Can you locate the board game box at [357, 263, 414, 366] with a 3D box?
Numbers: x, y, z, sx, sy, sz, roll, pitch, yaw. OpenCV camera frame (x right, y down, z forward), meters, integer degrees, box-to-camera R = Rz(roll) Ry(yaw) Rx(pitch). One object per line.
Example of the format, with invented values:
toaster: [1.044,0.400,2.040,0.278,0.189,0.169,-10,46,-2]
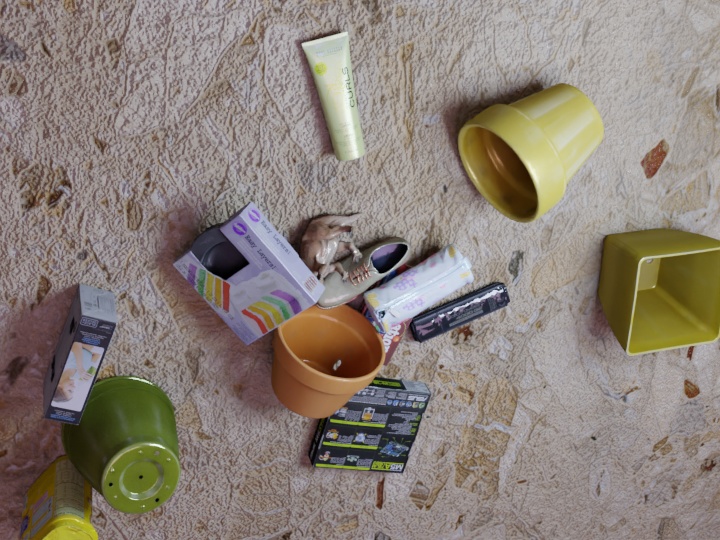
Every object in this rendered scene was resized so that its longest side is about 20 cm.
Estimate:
board game box: [0.048,0.078,1.660,0.103,0.019,0.201,19,108,-25]

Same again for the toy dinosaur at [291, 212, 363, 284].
toy dinosaur: [-0.080,-0.038,1.535,0.201,0.135,0.086,-60,151,-10]

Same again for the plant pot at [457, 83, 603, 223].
plant pot: [0.297,-0.213,1.508,0.189,0.201,0.201,-37,121,-16]

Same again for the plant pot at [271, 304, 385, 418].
plant pot: [-0.073,0.165,1.576,0.199,0.200,0.140,11,127,-21]

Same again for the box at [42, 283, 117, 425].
box: [-0.466,0.138,1.477,0.060,0.117,0.201,17,107,-26]

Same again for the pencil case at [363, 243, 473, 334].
pencil case: [0.102,0.032,1.591,0.199,0.091,0.083,-30,80,-7]

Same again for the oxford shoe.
oxford shoe: [0.000,0.000,1.565,0.200,0.074,0.071,-36,90,-3]

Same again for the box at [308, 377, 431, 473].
box: [0.018,0.301,1.742,0.199,0.048,0.194,8,114,-21]

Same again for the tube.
tube: [-0.037,-0.278,1.448,0.058,0.052,0.201,-38,124,-45]

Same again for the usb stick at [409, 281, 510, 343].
usb stick: [0.188,0.079,1.695,0.199,0.033,0.056,-23,112,-5]

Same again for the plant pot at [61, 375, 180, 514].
plant pot: [-0.391,0.309,1.515,0.199,0.193,0.201,-8,111,-23]

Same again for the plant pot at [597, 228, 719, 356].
plant pot: [0.558,0.020,1.697,0.199,0.176,0.201,-7,117,-14]

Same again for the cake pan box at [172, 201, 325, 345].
cake pan box: [-0.185,0.006,1.465,0.184,0.052,0.200,-30,106,32]

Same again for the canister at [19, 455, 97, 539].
canister: [-0.527,0.434,1.550,0.086,0.200,0.149,39,100,-28]
